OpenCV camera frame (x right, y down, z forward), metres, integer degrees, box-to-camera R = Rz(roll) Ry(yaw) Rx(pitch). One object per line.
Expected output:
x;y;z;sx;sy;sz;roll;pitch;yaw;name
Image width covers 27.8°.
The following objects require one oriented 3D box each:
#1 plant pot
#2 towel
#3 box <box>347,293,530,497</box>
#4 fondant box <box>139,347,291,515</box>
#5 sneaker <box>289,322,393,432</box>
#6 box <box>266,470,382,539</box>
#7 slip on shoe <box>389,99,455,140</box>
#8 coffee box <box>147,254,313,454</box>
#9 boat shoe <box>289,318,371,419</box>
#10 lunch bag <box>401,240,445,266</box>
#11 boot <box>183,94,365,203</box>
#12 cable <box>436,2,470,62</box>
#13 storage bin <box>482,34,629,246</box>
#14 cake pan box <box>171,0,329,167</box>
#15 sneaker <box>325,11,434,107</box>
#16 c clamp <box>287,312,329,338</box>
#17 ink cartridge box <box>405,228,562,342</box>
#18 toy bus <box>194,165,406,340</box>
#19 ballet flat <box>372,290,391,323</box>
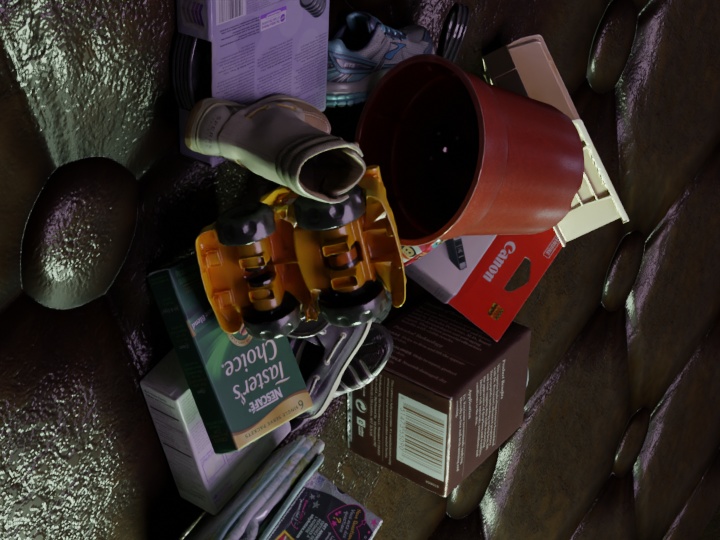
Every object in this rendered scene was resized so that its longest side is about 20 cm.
0.129;-0.121;1.588;0.194;0.200;0.202;4;107;-42;plant pot
-0.133;0.278;1.652;0.200;0.048;0.171;-47;-174;-34;towel
0.104;0.159;1.937;0.200;0.163;0.167;-35;136;-44;box
-0.157;0.152;1.619;0.144;0.058;0.201;-47;145;-32;fondant box
-0.027;0.111;1.739;0.199;0.076;0.115;-35;177;27;sneaker
-0.064;0.342;1.761;0.132;0.114;0.200;-52;174;-24;box
0.040;-0.158;1.670;0.076;0.061;0.201;22;111;-39;slip on shoe
-0.133;0.076;1.517;0.123;0.044;0.202;-24;96;-45;coffee box
-0.042;0.074;1.636;0.063;0.072;0.201;9;105;-58;boat shoe
0.085;-0.081;1.781;0.200;0.082;0.176;-45;-172;-37;lunch bag
-0.054;-0.118;1.415;0.199;0.154;0.073;-6;115;-56;boot
0.077;-0.214;1.705;0.097;0.050;0.201;-90;-165;-58;cable
0.246;-0.172;1.883;0.093;0.201;0.199;-25;130;10;storage bin
-0.107;-0.221;1.466;0.200;0.052;0.186;-34;134;-44;cake pan box
0.019;-0.250;1.626;0.200;0.077;0.087;-35;130;-46;sneaker
-0.072;-0.033;1.591;0.170;0.027;0.201;22;91;-20;c clamp
0.165;-0.035;1.910;0.200;0.173;0.044;-53;178;-24;ink cartridge box
-0.056;-0.037;1.497;0.192;0.198;0.137;-87;164;-63;toy bus
0.000;0.000;1.718;0.201;0.066;0.057;73;34;-46;ballet flat
